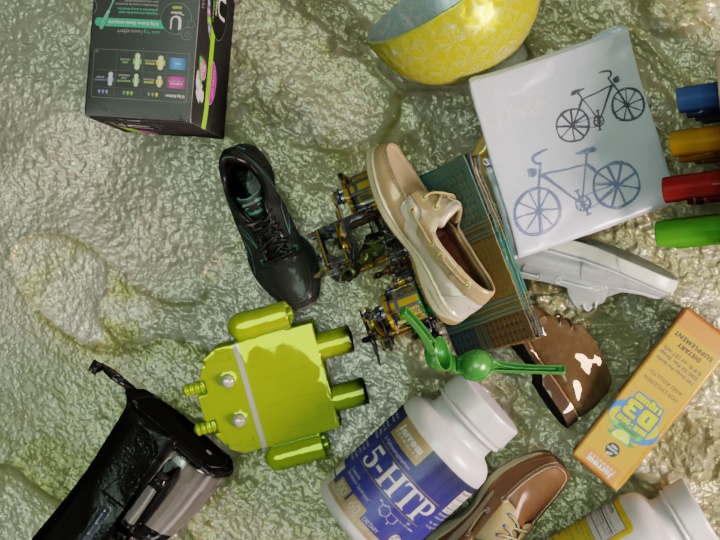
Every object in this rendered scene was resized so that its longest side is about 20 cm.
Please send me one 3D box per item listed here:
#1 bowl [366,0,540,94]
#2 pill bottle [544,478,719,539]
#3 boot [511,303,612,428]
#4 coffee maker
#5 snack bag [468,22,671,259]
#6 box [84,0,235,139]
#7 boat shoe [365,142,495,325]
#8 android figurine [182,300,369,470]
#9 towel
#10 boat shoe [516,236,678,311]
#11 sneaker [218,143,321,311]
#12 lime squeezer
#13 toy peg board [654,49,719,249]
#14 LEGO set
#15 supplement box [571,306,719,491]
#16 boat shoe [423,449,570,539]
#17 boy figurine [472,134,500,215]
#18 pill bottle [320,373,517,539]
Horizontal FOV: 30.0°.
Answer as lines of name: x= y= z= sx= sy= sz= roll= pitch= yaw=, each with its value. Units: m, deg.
bowl: x=0.116 y=-0.252 z=1.412 sx=0.199 sy=0.200 sz=0.108 roll=-33 pitch=108 yaw=7
pill bottle: x=0.270 y=0.302 z=1.402 sx=0.199 sy=0.111 sz=0.112 roll=-31 pitch=85 yaw=8
boot: x=0.196 y=0.065 z=1.439 sx=0.075 sy=0.074 sz=0.201 roll=-34 pitch=98 yaw=-5
coffee maker: x=-0.268 y=0.243 z=1.496 sx=0.192 sy=0.135 sz=0.201 roll=40 pitch=95 yaw=31
snack bag: x=0.215 y=-0.132 z=1.390 sx=0.187 sy=0.021 sz=0.202 roll=-20 pitch=100 yaw=-5
box: x=-0.215 y=-0.254 z=1.470 sx=0.123 sy=0.149 sz=0.202 roll=4 pitch=90 yaw=8
boat shoe: x=0.075 y=-0.048 z=1.363 sx=0.069 sy=0.074 sz=0.201 roll=-30 pitch=86 yaw=31
android figurine: x=-0.096 y=0.129 z=1.488 sx=0.198 sy=0.041 sz=0.184 roll=-14 pitch=97 yaw=3
towel: x=0.111 y=-0.013 z=1.405 sx=0.022 sy=0.146 sz=0.202 roll=-22 pitch=91 yaw=-33
boat shoe: x=0.236 y=0.004 z=1.440 sx=0.199 sy=0.070 sz=0.072 roll=18 pitch=102 yaw=14
sneaker: x=-0.109 y=-0.046 z=1.486 sx=0.075 sy=0.079 sz=0.201 roll=-28 pitch=87 yaw=6
lime squeezer: x=0.112 y=0.083 z=1.385 sx=0.199 sy=0.038 sz=0.071 roll=21 pitch=128 yaw=-22
toy peg board: x=0.354 y=-0.105 z=1.361 sx=0.097 sy=0.200 sz=0.201 roll=-7 pitch=88 yaw=23
LEGO set: x=0.000 y=0.000 z=1.434 sx=0.115 sy=0.154 sz=0.202 roll=-22 pitch=82 yaw=8
supplement box: x=0.308 y=0.136 z=1.422 sx=0.066 sy=0.069 sz=0.201 roll=37 pitch=97 yaw=10
boat shoe: x=0.145 y=0.278 z=1.431 sx=0.200 sy=0.074 sz=0.076 roll=-44 pitch=118 yaw=11
boy figurine: x=0.166 y=-0.113 z=1.451 sx=0.198 sy=0.064 sz=0.125 roll=-15 pitch=90 yaw=5
pill bottle: x=0.065 y=0.206 z=1.433 sx=0.200 sy=0.120 sz=0.120 roll=-44 pitch=83 yaw=6
